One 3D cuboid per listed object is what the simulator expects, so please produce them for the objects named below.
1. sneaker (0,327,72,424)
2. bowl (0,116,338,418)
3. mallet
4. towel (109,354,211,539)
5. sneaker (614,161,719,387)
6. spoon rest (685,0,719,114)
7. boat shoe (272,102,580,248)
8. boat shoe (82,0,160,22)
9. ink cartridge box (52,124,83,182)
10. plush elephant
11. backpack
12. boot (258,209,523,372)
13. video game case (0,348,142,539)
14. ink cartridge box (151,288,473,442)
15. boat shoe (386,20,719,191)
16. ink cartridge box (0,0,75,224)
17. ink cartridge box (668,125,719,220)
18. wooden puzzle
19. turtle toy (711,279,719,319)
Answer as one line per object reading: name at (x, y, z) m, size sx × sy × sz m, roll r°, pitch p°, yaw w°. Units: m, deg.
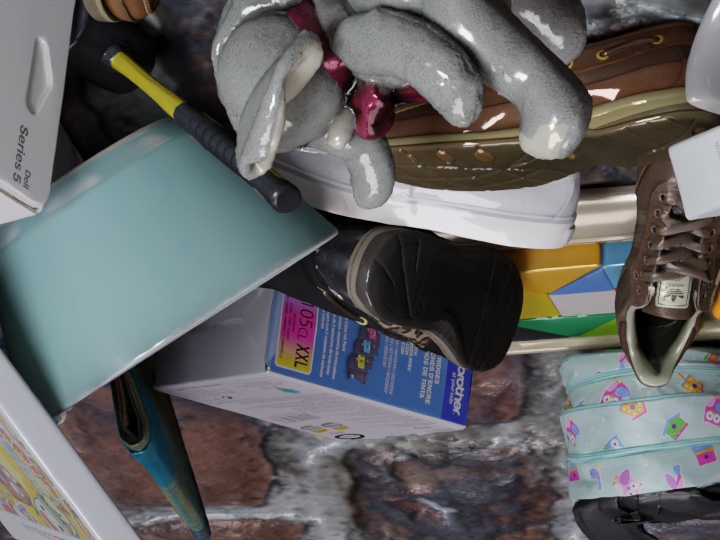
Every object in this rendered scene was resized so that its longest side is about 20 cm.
sneaker at (-0.184, 0.065, 1.565) m, size 0.199 × 0.087 × 0.075 m, roll -31°, pitch 151°, yaw 5°
bowl at (-0.121, -0.010, 1.452) m, size 0.200 × 0.105 × 0.201 m, roll -32°, pitch -179°, yaw 1°
mallet at (-0.100, -0.087, 1.376) m, size 0.066 × 0.041 × 0.200 m, roll 31°, pitch -173°, yaw -43°
towel at (-0.143, 0.086, 1.777) m, size 0.022 × 0.148 × 0.200 m, roll -19°, pitch 155°, yaw 0°
sneaker at (0.190, -0.013, 1.558) m, size 0.070 × 0.076 × 0.201 m, roll 3°, pitch 140°, yaw 0°
spoon rest at (0.230, -0.155, 1.326) m, size 0.099 × 0.061 × 0.200 m, roll 15°, pitch 139°, yaw -30°
boat shoe at (0.029, -0.061, 1.522) m, size 0.198 × 0.069 × 0.072 m, roll 11°, pitch -170°, yaw 0°
boat shoe at (-0.098, -0.176, 1.270) m, size 0.067 × 0.072 × 0.200 m, roll 3°, pitch 156°, yaw 0°
ink cartridge box at (-0.235, -0.029, 1.592) m, size 0.144 × 0.088 × 0.200 m, roll -4°, pitch 157°, yaw 11°
plush elephant at (0.001, -0.101, 1.315) m, size 0.200 × 0.165 × 0.155 m, roll 36°, pitch 113°, yaw -19°
backpack at (0.206, 0.113, 1.799) m, size 0.166 × 0.128 × 0.200 m, roll -17°, pitch 169°, yaw 26°
boot at (0.000, 0.000, 1.612) m, size 0.150 × 0.074 × 0.200 m, roll 18°, pitch 180°, yaw 31°
video game case at (-0.204, 0.076, 1.435) m, size 0.201 × 0.023 × 0.182 m, roll 56°, pitch 159°, yaw -18°
ink cartridge box at (-0.018, 0.060, 1.758) m, size 0.199 × 0.077 × 0.136 m, roll 20°, pitch 162°, yaw -35°
boat shoe at (0.096, -0.089, 1.453) m, size 0.199 × 0.068 × 0.072 m, roll -9°, pitch 159°, yaw 17°
ink cartridge box at (-0.255, -0.087, 1.392) m, size 0.199 × 0.147 × 0.084 m, roll -14°, pitch 149°, yaw 31°
ink cartridge box at (0.286, -0.080, 1.397) m, size 0.173 × 0.044 × 0.199 m, roll -21°, pitch 172°, yaw 43°
wooden puzzle at (0.141, 0.008, 1.704) m, size 0.184 × 0.038 × 0.200 m, roll -5°, pitch 155°, yaw 16°
turtle toy at (0.285, 0.033, 1.615) m, size 0.101 × 0.147 × 0.199 m, roll -19°, pitch 180°, yaw 45°
